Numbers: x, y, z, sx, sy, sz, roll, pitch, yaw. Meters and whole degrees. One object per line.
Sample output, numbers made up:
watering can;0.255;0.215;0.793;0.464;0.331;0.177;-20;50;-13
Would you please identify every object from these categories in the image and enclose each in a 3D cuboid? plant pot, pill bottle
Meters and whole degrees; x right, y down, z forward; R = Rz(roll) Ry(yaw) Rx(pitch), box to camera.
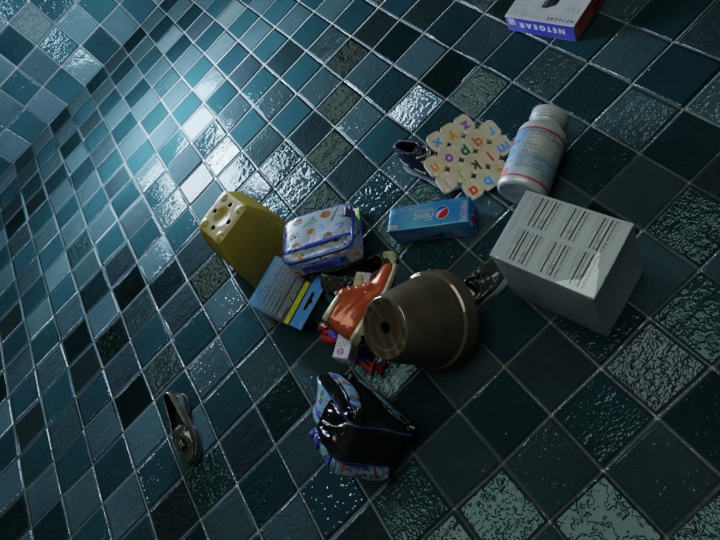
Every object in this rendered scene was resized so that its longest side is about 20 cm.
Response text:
plant pot;-0.304;-0.096;1.486;0.195;0.200;0.195;34;85;40
pill bottle;0.374;-0.246;1.205;0.107;0.109;0.203;14;73;36
plant pot;0.103;0.101;1.099;0.198;0.172;0.204;2;93;46

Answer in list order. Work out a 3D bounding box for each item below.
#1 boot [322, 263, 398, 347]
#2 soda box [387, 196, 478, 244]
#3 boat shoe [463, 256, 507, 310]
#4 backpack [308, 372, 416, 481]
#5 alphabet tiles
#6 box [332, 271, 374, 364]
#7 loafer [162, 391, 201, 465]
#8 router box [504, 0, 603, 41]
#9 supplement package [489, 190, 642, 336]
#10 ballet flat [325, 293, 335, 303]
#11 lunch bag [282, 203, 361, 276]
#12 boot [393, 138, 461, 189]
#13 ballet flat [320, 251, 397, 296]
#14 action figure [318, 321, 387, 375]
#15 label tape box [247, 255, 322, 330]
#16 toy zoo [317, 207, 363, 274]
boot;0.004;0.049;1.181;0.106;0.075;0.201;30;66;12
soda box;0.165;-0.112;1.288;0.197;0.068;0.065;-5;63;29
boat shoe;0.244;0.034;1.169;0.201;0.057;0.069;-49;51;0
backpack;-0.018;0.297;1.122;0.200;0.181;0.136;38;105;53
alphabet tiles;0.250;-0.263;1.304;0.198;0.015;0.197;-32;70;-6
box;-0.010;0.101;1.223;0.041;0.039;0.203;4;66;30
loafer;-0.454;0.392;1.407;0.072;0.063;0.201;-38;52;9
router box;0.490;-0.668;1.394;0.199;0.049;0.181;30;83;38
supplement package;0.377;-0.013;1.026;0.198;0.191;0.148;27;81;37
ballet flat;0.002;0.085;1.300;0.065;0.071;0.199;-36;49;-26
lunch bag;-0.088;-0.071;1.340;0.197;0.076;0.162;-16;46;15
boot;0.166;-0.257;1.350;0.198;0.090;0.073;23;78;38
ballet flat;0.000;0.000;1.303;0.197;0.058;0.066;-25;38;-17
action figure;-0.027;0.166;1.265;0.198;0.065;0.053;26;105;37
label tape box;-0.167;0.063;1.403;0.198;0.063;0.146;21;77;36
toy zoo;-0.057;-0.068;1.390;0.129;0.021;0.202;-16;43;14
